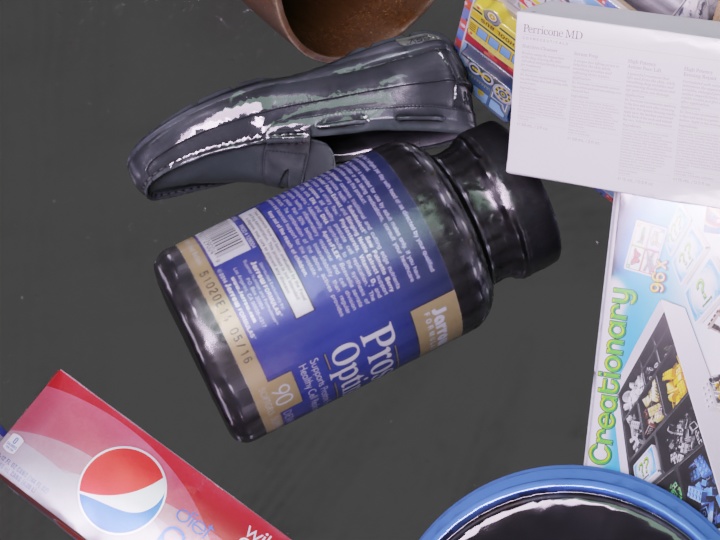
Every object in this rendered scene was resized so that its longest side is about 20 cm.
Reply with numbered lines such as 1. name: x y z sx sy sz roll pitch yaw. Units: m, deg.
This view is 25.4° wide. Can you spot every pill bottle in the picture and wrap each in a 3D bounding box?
1. pill bottle: 0.000 0.000 0.848 0.199 0.112 0.112 -26 72 -8

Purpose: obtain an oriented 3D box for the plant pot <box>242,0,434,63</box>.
1. plant pot: -0.053 -0.248 0.916 0.200 0.187 0.187 35 74 27

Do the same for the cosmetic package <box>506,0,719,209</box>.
1. cosmetic package: 0.171 -0.075 0.755 0.199 0.051 0.083 13 113 26

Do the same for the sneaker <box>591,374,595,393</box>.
1. sneaker: 0.220 0.036 0.846 0.199 0.088 0.076 -16 73 -3

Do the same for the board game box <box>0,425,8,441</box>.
1. board game box: -0.309 0.082 0.858 0.200 0.045 0.135 34 74 12

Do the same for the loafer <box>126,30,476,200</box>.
1. loafer: -0.032 -0.074 0.898 0.200 0.068 0.071 -18 77 -3

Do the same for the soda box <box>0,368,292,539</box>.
1. soda box: -0.093 0.138 0.822 0.200 0.070 0.064 34 73 12

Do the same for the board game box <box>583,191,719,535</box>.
1. board game box: 0.182 0.058 0.806 0.126 0.035 0.201 8 100 17

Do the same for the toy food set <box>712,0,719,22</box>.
1. toy food set: 0.256 -0.136 0.855 0.198 0.200 0.049 -47 49 -14

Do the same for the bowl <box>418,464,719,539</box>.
1. bowl: 0.105 0.198 0.784 0.199 0.039 0.202 -1 85 10

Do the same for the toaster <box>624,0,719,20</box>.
1. toaster: 0.152 -0.196 0.891 0.129 0.200 0.114 35 92 1

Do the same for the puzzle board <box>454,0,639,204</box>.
1. puzzle board: 0.132 -0.088 0.858 0.200 0.151 0.017 39 68 13
